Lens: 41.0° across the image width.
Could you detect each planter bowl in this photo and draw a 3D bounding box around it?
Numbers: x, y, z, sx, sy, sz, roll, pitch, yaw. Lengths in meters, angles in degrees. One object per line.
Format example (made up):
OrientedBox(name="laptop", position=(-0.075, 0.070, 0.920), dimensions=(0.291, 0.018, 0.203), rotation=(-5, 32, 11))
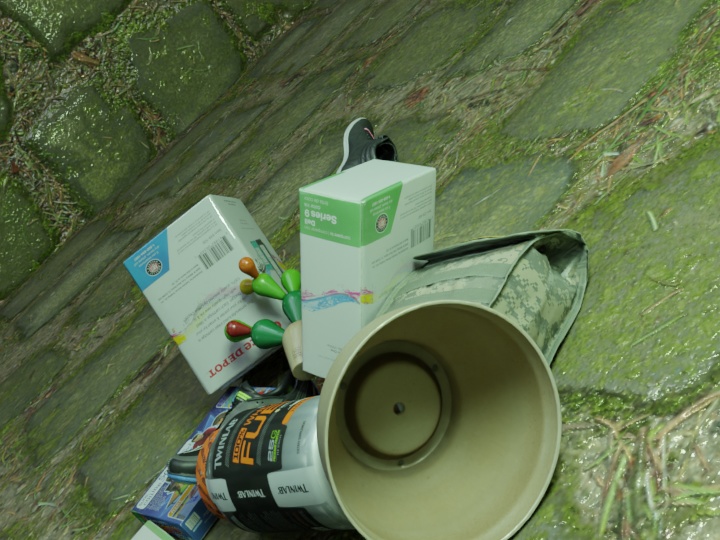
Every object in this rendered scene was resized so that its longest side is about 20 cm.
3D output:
OrientedBox(name="planter bowl", position=(0.048, 0.122, 0.799), dimensions=(0.200, 0.201, 0.134), rotation=(-43, 14, -11))

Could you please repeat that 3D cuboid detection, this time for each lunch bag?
OrientedBox(name="lunch bag", position=(0.119, 0.031, 0.946), dimensions=(0.162, 0.119, 0.201), rotation=(-12, 30, 43))

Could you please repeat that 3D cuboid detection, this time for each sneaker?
OrientedBox(name="sneaker", position=(0.022, -0.200, 1.597), dimensions=(0.098, 0.071, 0.202), rotation=(-24, 33, 29))
OrientedBox(name="sneaker", position=(-0.131, 0.169, 1.060), dimensions=(0.198, 0.084, 0.070), rotation=(-29, 18, -30))

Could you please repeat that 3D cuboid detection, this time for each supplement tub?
OrientedBox(name="supplement tub", position=(-0.066, 0.189, 0.931), dimensions=(0.198, 0.123, 0.123), rotation=(-17, 31, 43))

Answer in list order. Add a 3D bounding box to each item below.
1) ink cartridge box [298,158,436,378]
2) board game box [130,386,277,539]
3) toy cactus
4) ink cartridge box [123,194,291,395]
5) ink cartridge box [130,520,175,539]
OrientedBox(name="ink cartridge box", position=(0.009, 0.000, 1.009), dimensions=(0.086, 0.204, 0.145), rotation=(12, 24, 32))
OrientedBox(name="board game box", position=(-0.174, 0.224, 1.150), dimensions=(0.134, 0.035, 0.201), rotation=(-7, 38, 53))
OrientedBox(name="toy cactus", position=(-0.070, 0.047, 1.097), dimensions=(0.196, 0.103, 0.167), rotation=(-18, 42, 4))
OrientedBox(name="ink cartridge box", position=(-0.175, 0.029, 1.250), dimensions=(0.146, 0.202, 0.146), rotation=(-35, -4, 8))
OrientedBox(name="ink cartridge box", position=(-0.254, 0.365, 0.998), dimensions=(0.201, 0.048, 0.145), rotation=(-49, 24, -20))
